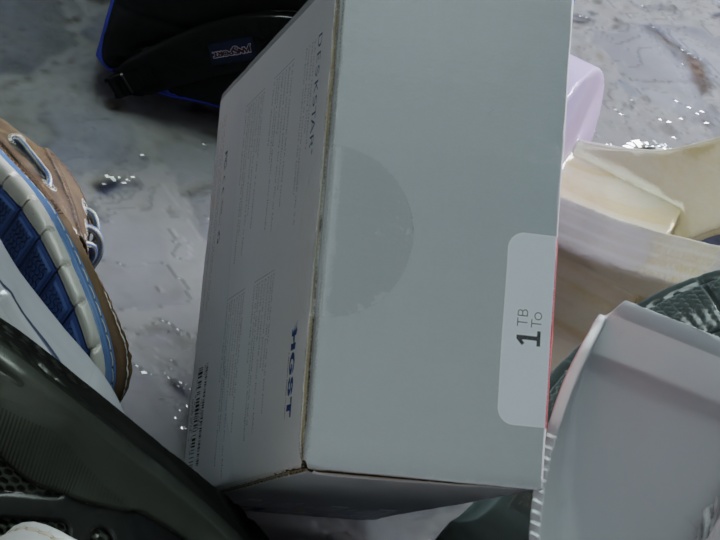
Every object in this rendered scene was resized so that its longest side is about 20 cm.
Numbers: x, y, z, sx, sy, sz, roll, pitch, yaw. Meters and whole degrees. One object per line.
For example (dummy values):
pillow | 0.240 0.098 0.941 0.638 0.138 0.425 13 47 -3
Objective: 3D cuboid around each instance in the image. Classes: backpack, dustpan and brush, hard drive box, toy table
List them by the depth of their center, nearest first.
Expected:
dustpan and brush | 0.100 0.128 0.790 0.139 0.200 0.057 22 14 4
hard drive box | 0.000 0.000 0.856 0.077 0.156 0.200 7 -9 -13
toy table | 0.099 0.001 0.997 0.117 0.184 0.200 27 4 8
backpack | -0.001 -0.156 1.172 0.200 0.163 0.168 15 29 -6

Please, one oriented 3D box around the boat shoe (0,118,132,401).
boat shoe | -0.134 -0.017 0.972 0.072 0.072 0.200 11 37 -53

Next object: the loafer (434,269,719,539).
loafer | 0.079 0.082 0.870 0.072 0.063 0.200 36 70 28

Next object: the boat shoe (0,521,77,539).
boat shoe | -0.030 0.126 0.767 0.200 0.071 0.069 38 58 -19

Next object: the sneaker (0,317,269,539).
sneaker | -0.086 0.111 0.819 0.199 0.114 0.076 40 3 -25

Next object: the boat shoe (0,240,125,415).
boat shoe | -0.145 0.023 0.849 0.200 0.074 0.065 58 38 -5
